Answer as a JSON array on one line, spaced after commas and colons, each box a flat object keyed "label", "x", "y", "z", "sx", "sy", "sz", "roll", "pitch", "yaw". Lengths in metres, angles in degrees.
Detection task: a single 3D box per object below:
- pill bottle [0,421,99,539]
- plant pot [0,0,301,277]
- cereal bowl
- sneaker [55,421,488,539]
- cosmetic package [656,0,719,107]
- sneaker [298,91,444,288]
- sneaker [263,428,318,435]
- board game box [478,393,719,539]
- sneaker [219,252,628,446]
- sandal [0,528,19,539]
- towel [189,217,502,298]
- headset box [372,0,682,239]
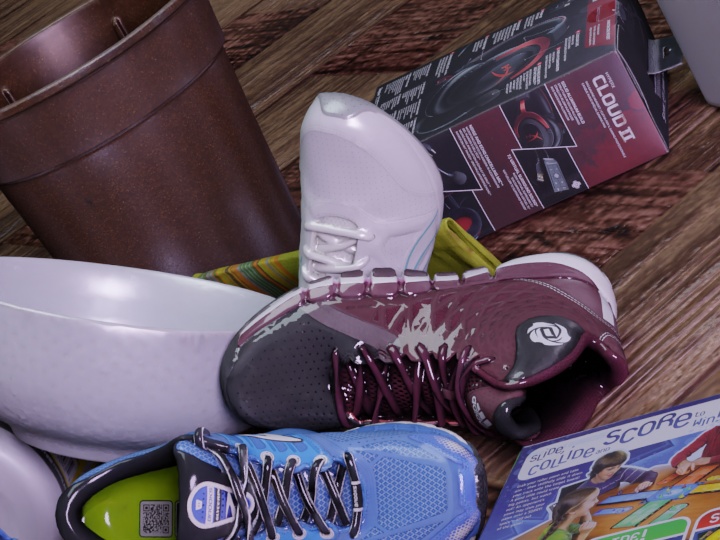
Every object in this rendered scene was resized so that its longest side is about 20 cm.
[{"label": "pill bottle", "x": -0.203, "y": 0.093, "z": 1.253, "sx": 0.112, "sy": 0.113, "sz": 0.200, "roll": -24, "pitch": 20, "yaw": 18}, {"label": "plant pot", "x": -0.141, "y": -0.066, "z": 1.425, "sx": 0.199, "sy": 0.199, "sz": 0.201, "roll": -27, "pitch": 18, "yaw": 10}, {"label": "cereal bowl", "x": -0.132, "y": 0.050, "z": 1.143, "sx": 0.198, "sy": 0.084, "sz": 0.200, "roll": 9, "pitch": 6, "yaw": -1}, {"label": "sneaker", "x": -0.042, "y": 0.107, "z": 0.951, "sx": 0.198, "sy": 0.079, "sz": 0.089, "roll": -9, "pitch": -9, "yaw": 15}, {"label": "cosmetic package", "x": 0.260, "y": -0.188, "z": 1.182, "sx": 0.167, "sy": 0.167, "sz": 0.200, "roll": -33, "pitch": 18, "yaw": -8}, {"label": "sneaker", "x": 0.000, "y": 0.000, "z": 1.097, "sx": 0.070, "sy": 0.201, "sz": 0.080, "roll": 16, "pitch": 49, "yaw": 25}, {"label": "sneaker", "x": -0.088, "y": 0.146, "z": 1.048, "sx": 0.199, "sy": 0.066, "sz": 0.078, "roll": -35, "pitch": -8, "yaw": 6}, {"label": "board game box", "x": 0.136, "y": 0.096, "z": 0.855, "sx": 0.199, "sy": 0.035, "sz": 0.136, "roll": -18, "pitch": 22, "yaw": 32}, {"label": "sneaker", "x": 0.033, "y": 0.049, "z": 1.027, "sx": 0.198, "sy": 0.076, "sz": 0.116, "roll": -14, "pitch": 26, "yaw": -2}, {"label": "sandal", "x": -0.146, "y": 0.161, "z": 0.980, "sx": 0.199, "sy": 0.080, "sz": 0.087, "roll": 25, "pitch": 8, "yaw": 26}, {"label": "towel", "x": -0.002, "y": 0.014, "z": 1.200, "sx": 0.199, "sy": 0.086, "sz": 0.018, "roll": -12, "pitch": 51, "yaw": 43}, {"label": "headset box", "x": 0.103, "y": -0.097, "z": 1.327, "sx": 0.199, "sy": 0.075, "sz": 0.149, "roll": -25, "pitch": 20, "yaw": 17}]
